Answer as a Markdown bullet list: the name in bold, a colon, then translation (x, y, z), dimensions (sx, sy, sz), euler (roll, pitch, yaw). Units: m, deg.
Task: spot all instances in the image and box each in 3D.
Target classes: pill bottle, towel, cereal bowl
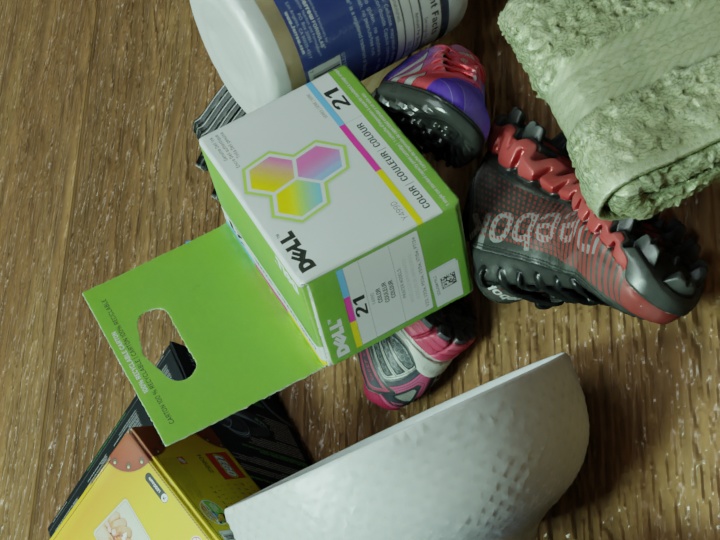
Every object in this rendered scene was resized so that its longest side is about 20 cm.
- **pill bottle**: translation (-0.001, -0.185, 1.008), dimensions (0.199, 0.112, 0.111), euler (-30, 32, -16)
- **towel**: translation (0.178, -0.120, 0.770), dimensions (0.198, 0.037, 0.150), euler (-25, 62, 4)
- **cereal bowl**: translation (0.034, 0.120, 0.820), dimensions (0.199, 0.199, 0.084), euler (-30, 82, 41)

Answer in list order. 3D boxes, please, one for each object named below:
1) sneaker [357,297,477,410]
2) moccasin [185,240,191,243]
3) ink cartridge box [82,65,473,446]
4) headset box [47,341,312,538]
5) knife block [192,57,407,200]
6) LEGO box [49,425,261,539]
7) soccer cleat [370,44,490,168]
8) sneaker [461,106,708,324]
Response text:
- **sneaker**: translation (0.000, 0.000, 1.002), dimensions (0.075, 0.080, 0.201), euler (-53, 38, 23)
- **moccasin**: translation (-0.075, 0.018, 1.110), dimensions (0.200, 0.079, 0.069), euler (-169, 85, -72)
- **ink cartridge box**: translation (-0.057, -0.011, 0.901), dimensions (0.198, 0.076, 0.148), euler (-27, 48, -12)
- **headset box**: translation (-0.107, 0.182, 1.034), dimensions (0.175, 0.092, 0.200), euler (-56, 37, 16)
- **knife block**: translation (-0.027, -0.124, 1.137), dimensions (0.198, 0.177, 0.064), euler (-20, 40, -12)
- **LEGO box**: translation (-0.092, 0.210, 0.888), dimensions (0.200, 0.077, 0.149), euler (48, 111, 25)
- **soccer cleat**: translation (0.050, -0.110, 0.963), dimensions (0.073, 0.068, 0.200), euler (-49, 9, -1)
- **sneaker**: translation (0.114, -0.010, 0.863), dimensions (0.099, 0.070, 0.201), euler (-59, 34, 12)
